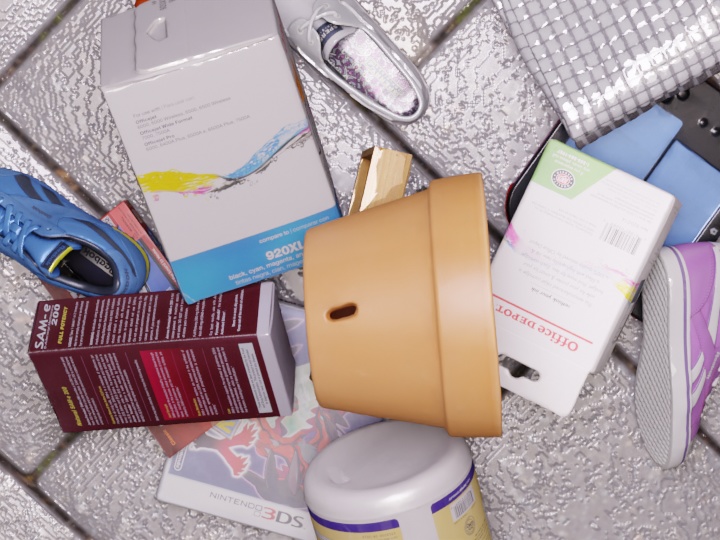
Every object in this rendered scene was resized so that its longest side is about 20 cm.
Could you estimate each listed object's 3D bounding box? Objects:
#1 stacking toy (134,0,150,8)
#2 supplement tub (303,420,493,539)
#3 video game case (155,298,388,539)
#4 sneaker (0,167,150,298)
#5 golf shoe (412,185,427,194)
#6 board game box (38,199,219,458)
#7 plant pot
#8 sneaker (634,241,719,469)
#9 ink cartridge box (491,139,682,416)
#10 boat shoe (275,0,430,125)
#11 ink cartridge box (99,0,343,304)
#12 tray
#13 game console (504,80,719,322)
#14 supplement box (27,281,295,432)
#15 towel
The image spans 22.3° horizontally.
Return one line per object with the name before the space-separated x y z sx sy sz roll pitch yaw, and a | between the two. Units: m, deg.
stacking toy | -0.177 -0.259 1.511 0.085 0.085 0.201 -21 105 2
supplement tub | 0.042 0.242 1.540 0.145 0.145 0.201 -14 111 1
video game case | -0.066 0.129 1.592 0.181 0.023 0.201 16 98 -3
sneaker | -0.270 -0.033 1.520 0.199 0.078 0.066 27 100 6
golf shoe | 0.068 0.027 1.562 0.088 0.077 0.201 10 82 -43
board game box | -0.181 0.050 1.565 0.103 0.019 0.200 -36 91 11
plant pot | 0.032 0.030 1.390 0.139 0.200 0.201 -4 99 3
sneaker | 0.300 0.073 1.567 0.114 0.073 0.201 -6 112 -20
ink cartridge box | 0.169 0.008 1.506 0.117 0.067 0.201 27 93 14
boat shoe | -0.022 -0.193 1.521 0.072 0.069 0.200 -42 97 5
ink cartridge box | -0.110 -0.110 1.462 0.144 0.147 0.201 -18 121 2
tray | 0.000 0.000 1.520 0.037 0.099 0.201 14 89 -6
game console | 0.238 -0.079 1.562 0.177 0.031 0.200 35 97 -5
supplement box | -0.160 0.072 1.499 0.199 0.061 0.109 -5 137 7
towel | 0.200 -0.224 1.498 0.165 0.086 0.201 -28 80 11
